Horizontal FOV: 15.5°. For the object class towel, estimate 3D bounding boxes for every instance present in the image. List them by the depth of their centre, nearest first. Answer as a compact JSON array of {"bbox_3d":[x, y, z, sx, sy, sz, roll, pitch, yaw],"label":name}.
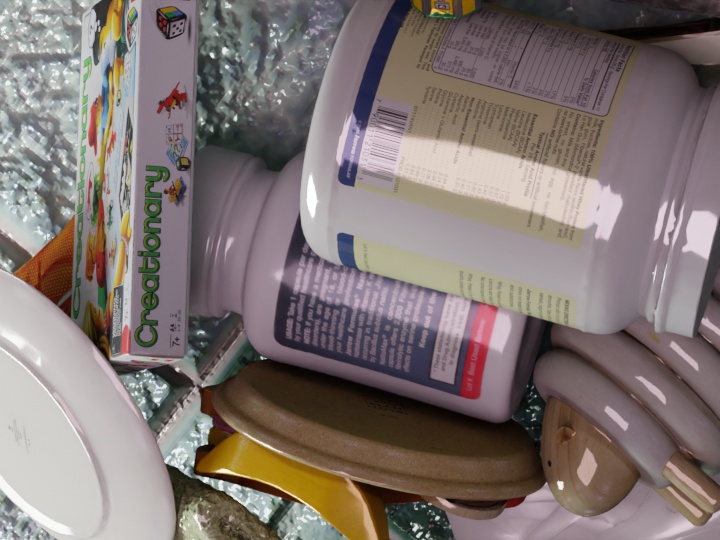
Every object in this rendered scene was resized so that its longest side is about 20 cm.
[{"bbox_3d":[-0.047,0.179,1.467,0.200,0.148,0.037,46,76,-25],"label":"towel"}]

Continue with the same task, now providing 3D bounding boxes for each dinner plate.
[{"bbox_3d":[-0.177,0.084,1.433,0.200,0.024,0.201,33,143,30],"label":"dinner plate"}]

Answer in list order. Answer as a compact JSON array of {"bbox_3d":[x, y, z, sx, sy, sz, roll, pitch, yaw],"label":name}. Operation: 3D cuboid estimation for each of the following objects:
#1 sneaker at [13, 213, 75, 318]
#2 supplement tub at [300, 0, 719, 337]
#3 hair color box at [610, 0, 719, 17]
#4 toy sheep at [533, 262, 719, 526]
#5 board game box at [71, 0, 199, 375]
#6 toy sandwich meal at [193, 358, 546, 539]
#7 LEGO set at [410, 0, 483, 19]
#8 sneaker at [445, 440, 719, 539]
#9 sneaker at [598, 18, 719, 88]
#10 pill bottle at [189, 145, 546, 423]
[{"bbox_3d":[-0.187,0.021,1.507,0.077,0.073,0.201,39,112,11],"label":"sneaker"},{"bbox_3d":[0.083,-0.052,1.293,0.199,0.145,0.146,15,113,10],"label":"supplement tub"},{"bbox_3d":[0.168,-0.233,1.320,0.098,0.061,0.201,10,112,12],"label":"hair color box"},{"bbox_3d":[0.167,0.045,1.383,0.138,0.138,0.200,42,78,-2],"label":"toy sheep"},{"bbox_3d":[-0.120,-0.049,1.394,0.034,0.126,0.202,4,82,-20],"label":"board game box"},{"bbox_3d":[0.000,0.103,1.412,0.204,0.205,0.071,16,102,10],"label":"toy sandwich meal"},{"bbox_3d":[0.040,-0.229,1.276,0.153,0.200,0.116,-20,137,-12],"label":"LEGO set"},{"bbox_3d":[0.140,0.120,1.451,0.199,0.076,0.081,-15,95,19],"label":"sneaker"},{"bbox_3d":[0.147,-0.080,1.375,0.199,0.067,0.091,-4,103,14],"label":"sneaker"},{"bbox_3d":[0.000,0.000,1.418,0.199,0.120,0.120,15,113,10],"label":"pill bottle"}]
